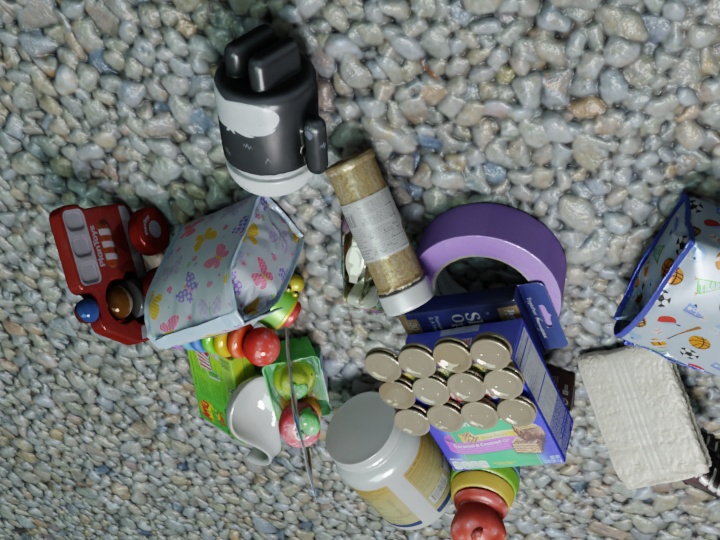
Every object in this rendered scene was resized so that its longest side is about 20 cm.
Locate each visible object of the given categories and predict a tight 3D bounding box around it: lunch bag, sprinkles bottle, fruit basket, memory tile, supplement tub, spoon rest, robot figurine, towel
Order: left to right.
[{"bbox_3d":[-0.185,0.016,1.429,0.168,0.202,0.128,-20,124,33],"label":"lunch bag"},{"bbox_3d":[-0.158,0.238,1.650,0.060,0.100,0.202,26,147,25],"label":"spoon rest"},{"bbox_3d":[-0.107,-0.184,1.266,0.123,0.152,0.202,-7,133,-4],"label":"robot figurine"},{"bbox_3d":[-0.083,0.205,1.578,0.092,0.201,0.187,-14,131,-4],"label":"fruit basket"},{"bbox_3d":[0.024,-0.047,1.335,0.068,0.068,0.203,-18,100,33],"label":"sprinkles bottle"},{"bbox_3d":[0.047,0.288,1.629,0.142,0.146,0.200,-12,137,29],"label":"supplement tub"},{"bbox_3d":[0.111,0.143,1.331,0.197,0.017,0.154,-9,126,30],"label":"memory tile"},{"bbox_3d":[0.387,0.195,1.459,0.131,0.034,0.203,-18,94,32],"label":"towel"},{"bbox_3d":[0.416,0.031,1.283,0.168,0.125,0.202,19,128,-1],"label":"lunch bag"}]

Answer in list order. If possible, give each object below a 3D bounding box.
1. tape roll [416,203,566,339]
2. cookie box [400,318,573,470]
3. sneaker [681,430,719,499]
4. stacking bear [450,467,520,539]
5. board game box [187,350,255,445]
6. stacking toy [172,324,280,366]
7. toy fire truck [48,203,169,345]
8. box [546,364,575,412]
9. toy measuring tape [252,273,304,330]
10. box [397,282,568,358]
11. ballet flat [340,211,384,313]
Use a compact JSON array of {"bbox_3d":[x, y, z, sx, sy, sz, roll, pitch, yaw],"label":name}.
[{"bbox_3d":[0.166,0.010,1.394,0.197,0.066,0.202,10,134,10],"label":"tape roll"},{"bbox_3d":[0.163,0.167,1.399,0.169,0.076,0.201,-10,128,30],"label":"cookie box"},{"bbox_3d":[0.446,0.272,1.549,0.199,0.076,0.116,39,139,-4],"label":"sneaker"},{"bbox_3d":[0.185,0.331,1.597,0.113,0.202,0.122,27,136,-8],"label":"stacking bear"},{"bbox_3d":[-0.212,0.173,1.676,0.101,0.048,0.202,27,140,27],"label":"board game box"},{"bbox_3d":[-0.201,0.092,1.541,0.197,0.086,0.086,16,138,26],"label":"stacking toy"},{"bbox_3d":[-0.344,0.006,1.475,0.111,0.167,0.203,-13,92,30],"label":"toy fire truck"},{"bbox_3d":[0.196,0.171,1.533,0.197,0.076,0.101,19,137,-1],"label":"box"},{"bbox_3d":[-0.142,0.067,1.556,0.073,0.074,0.200,35,134,-16],"label":"toy measuring tape"},{"bbox_3d":[0.159,0.079,1.393,0.197,0.033,0.122,-10,129,27],"label":"box"},{"bbox_3d":[0.000,0.000,1.439,0.068,0.072,0.202,7,135,15],"label":"ballet flat"}]
